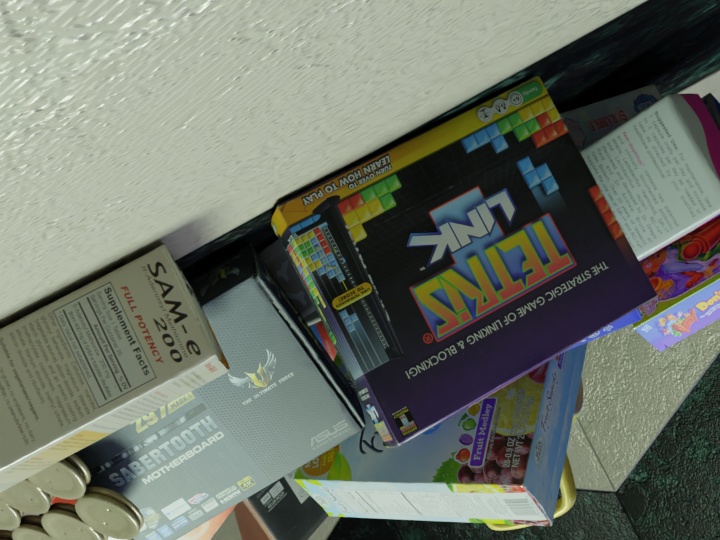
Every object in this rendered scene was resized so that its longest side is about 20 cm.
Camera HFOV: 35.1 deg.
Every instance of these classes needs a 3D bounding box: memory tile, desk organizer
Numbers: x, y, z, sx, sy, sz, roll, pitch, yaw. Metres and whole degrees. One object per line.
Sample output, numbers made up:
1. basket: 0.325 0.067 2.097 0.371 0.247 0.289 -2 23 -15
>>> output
1. memory tile: -0.255 0.161 0.826 0.199 0.153 0.017 -29 -153 42
2. desk organizer: -0.039 0.161 1.030 0.200 0.072 0.077 -44 -161 -33

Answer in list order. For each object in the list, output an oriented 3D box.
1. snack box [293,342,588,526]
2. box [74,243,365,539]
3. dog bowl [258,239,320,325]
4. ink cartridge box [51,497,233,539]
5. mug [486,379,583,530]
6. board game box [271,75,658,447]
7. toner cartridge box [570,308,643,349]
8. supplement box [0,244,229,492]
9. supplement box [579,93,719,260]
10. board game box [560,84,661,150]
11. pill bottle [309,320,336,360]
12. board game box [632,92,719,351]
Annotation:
1. snack box: 0.064 0.107 0.891 0.198 0.068 0.170 -7 -131 33
2. box: -0.118 0.097 0.817 0.198 0.159 0.051 -30 -150 5
3. dog bowl: 0.005 -0.017 0.904 0.198 0.059 0.200 -29 174 -3
4. ink cartridge box: -0.173 0.149 0.885 0.198 0.050 0.163 15 122 -41
5. mug: 0.122 0.118 1.017 0.152 0.187 0.151 -21 -142 29
6. board game box: 0.066 -0.007 0.737 0.198 0.167 0.057 -28 174 -12
7. toner cartridge box: 0.097 0.027 0.842 0.198 0.096 0.043 -25 146 15
8. supplement box: -0.182 0.070 0.679 0.198 0.074 0.126 -28 174 -8
9. supplement box: 0.209 -0.053 0.951 0.199 0.104 0.101 -35 170 30
10. board game box: 0.166 -0.095 1.077 0.198 0.042 0.199 -22 171 -46
11. pill bottle: -0.118 0.090 0.986 0.198 0.113 0.112 -25 174 -24
12. board game box: 0.289 -0.046 1.011 0.134 0.202 0.045 -35 128 28
